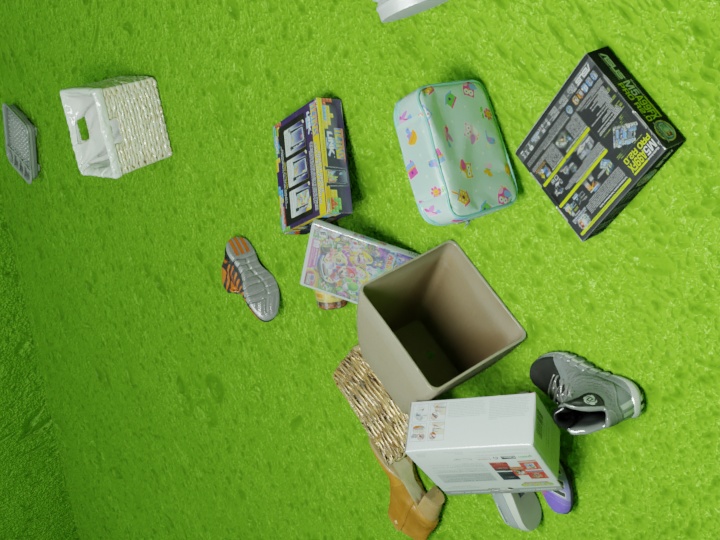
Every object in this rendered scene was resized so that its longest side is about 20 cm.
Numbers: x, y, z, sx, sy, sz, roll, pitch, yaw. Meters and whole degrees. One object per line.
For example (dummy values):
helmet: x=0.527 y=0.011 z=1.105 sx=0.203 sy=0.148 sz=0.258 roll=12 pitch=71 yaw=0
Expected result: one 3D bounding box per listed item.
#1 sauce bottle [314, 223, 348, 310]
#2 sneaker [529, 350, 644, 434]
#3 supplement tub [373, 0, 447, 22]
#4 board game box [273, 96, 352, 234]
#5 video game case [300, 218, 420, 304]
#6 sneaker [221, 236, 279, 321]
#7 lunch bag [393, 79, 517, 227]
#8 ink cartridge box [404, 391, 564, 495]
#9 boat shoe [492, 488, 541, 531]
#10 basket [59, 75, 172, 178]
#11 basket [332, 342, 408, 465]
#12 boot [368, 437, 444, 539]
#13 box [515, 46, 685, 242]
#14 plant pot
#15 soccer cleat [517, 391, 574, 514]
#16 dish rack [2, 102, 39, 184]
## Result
sauce bottle: x=-0.062 y=-0.031 z=1.876 sx=0.065 sy=0.065 sz=0.204 roll=12 pitch=114 yaw=50
sneaker: x=0.295 y=0.178 z=1.460 sx=0.198 sy=0.114 sz=0.076 roll=13 pitch=119 yaw=50
supplement tub: x=0.054 y=-0.461 z=1.404 sx=0.144 sy=0.144 sz=0.203 roll=-10 pitch=101 yaw=55
board game box: x=-0.086 y=-0.179 z=1.782 sx=0.164 sy=0.056 sz=0.204 roll=-18 pitch=75 yaw=55
video game case: x=0.000 y=0.000 z=1.752 sx=0.197 sy=0.018 sz=0.145 roll=19 pitch=131 yaw=4
sneaker: x=-0.233 y=0.036 z=2.150 sx=0.202 sy=0.076 sz=0.113 roll=64 pitch=151 yaw=23
lunch bag: x=0.138 y=-0.164 z=1.449 sx=0.077 sy=0.159 sz=0.204 roll=-18 pitch=89 yaw=50
ink cartridge box: x=0.190 y=0.263 z=1.520 sx=0.197 sy=0.085 sz=0.176 roll=-7 pitch=144 yaw=25
boat shoe: x=0.229 y=0.335 z=1.679 sx=0.071 sy=0.069 sz=0.204 roll=-17 pitch=97 yaw=52
basket: x=-0.550 y=-0.326 z=2.291 sx=0.198 sy=0.159 sz=0.202 roll=11 pitch=118 yaw=49
basket: x=0.075 y=0.202 z=1.760 sx=0.201 sy=0.147 sz=0.143 roll=55 pitch=137 yaw=19
boot: x=0.070 y=0.416 z=1.939 sx=0.201 sy=0.070 sz=0.145 roll=45 pitch=137 yaw=22
box: x=0.303 y=-0.160 z=1.322 sx=0.161 sy=0.044 sz=0.201 roll=54 pitch=144 yaw=18
plant pot: x=0.107 y=0.111 z=1.619 sx=0.201 sy=0.198 sz=0.178 roll=52 pitch=148 yaw=20
soccer cleat: x=0.271 y=0.294 z=1.595 sx=0.068 sy=0.072 sz=0.203 roll=-18 pitch=93 yaw=55
dish rack: x=-0.978 y=-0.371 z=2.954 sx=0.171 sy=0.043 sz=0.203 roll=41 pitch=138 yaw=34
